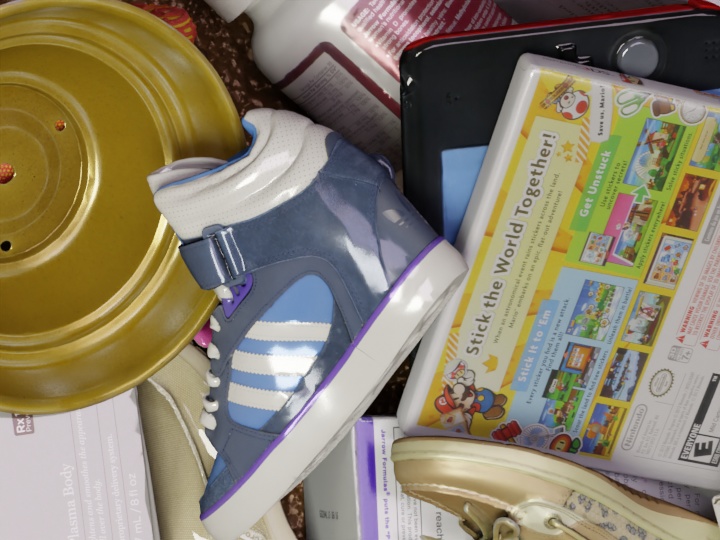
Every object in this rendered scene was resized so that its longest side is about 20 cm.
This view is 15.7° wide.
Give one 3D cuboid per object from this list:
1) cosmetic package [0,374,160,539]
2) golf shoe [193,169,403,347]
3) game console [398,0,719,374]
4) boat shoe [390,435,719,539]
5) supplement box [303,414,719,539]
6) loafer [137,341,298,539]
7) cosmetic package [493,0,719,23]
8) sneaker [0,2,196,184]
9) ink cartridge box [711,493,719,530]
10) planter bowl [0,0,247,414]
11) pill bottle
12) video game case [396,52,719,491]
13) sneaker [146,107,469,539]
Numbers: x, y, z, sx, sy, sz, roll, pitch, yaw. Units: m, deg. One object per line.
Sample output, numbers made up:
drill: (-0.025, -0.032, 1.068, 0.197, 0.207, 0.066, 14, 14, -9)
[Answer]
cosmetic package: (-0.207, 0.114, 1.274, 0.199, 0.090, 0.108, -9, 90, -21)
golf shoe: (0.000, 0.000, 1.304, 0.199, 0.092, 0.076, -11, 118, 18)
game console: (0.107, -0.029, 1.262, 0.176, 0.031, 0.201, -9, 118, -13)
boat shoe: (0.102, 0.131, 1.267, 0.199, 0.073, 0.063, 21, 78, -16)
supplement box: (0.078, 0.123, 1.352, 0.198, 0.101, 0.104, -2, 86, -17)
loafer: (-0.078, 0.122, 1.317, 0.068, 0.076, 0.201, -28, 94, -23)
cosmetic package: (0.192, -0.176, 1.363, 0.164, 0.200, 0.166, 31, 77, -12)
sneaker: (-0.171, -0.079, 1.322, 0.199, 0.073, 0.078, -27, 114, -13)
ink cartridge box: (0.279, 0.145, 1.305, 0.199, 0.087, 0.146, -24, 100, -45)
planter bowl: (-0.159, -0.039, 1.249, 0.199, 0.083, 0.202, -8, 108, -26)
pill bottle: (0.014, -0.117, 1.350, 0.200, 0.109, 0.110, 42, 75, -10)
video game case: (0.131, 0.005, 1.260, 0.181, 0.023, 0.201, 11, 115, -17)
sneaker: (-0.055, 0.017, 1.239, 0.146, 0.081, 0.200, 41, 117, 6)
